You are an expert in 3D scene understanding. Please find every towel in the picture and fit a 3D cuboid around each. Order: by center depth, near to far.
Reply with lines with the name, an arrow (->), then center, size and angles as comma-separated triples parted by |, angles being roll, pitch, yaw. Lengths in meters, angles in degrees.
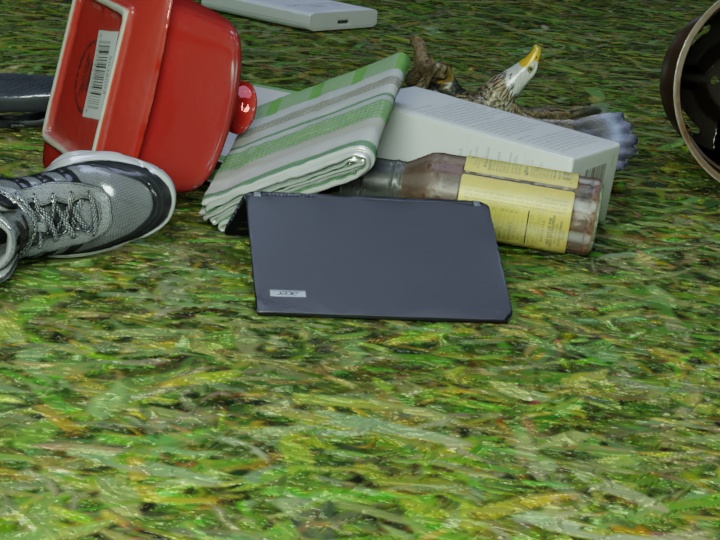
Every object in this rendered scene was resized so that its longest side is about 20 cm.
towel -> -0.037, -0.103, 1.641 | 0.149, 0.031, 0.200 | -18, 22, 20

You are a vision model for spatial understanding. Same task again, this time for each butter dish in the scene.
butter dish -> -0.152, -0.141, 1.644 | 0.148, 0.200, 0.199 | 10, 11, -27

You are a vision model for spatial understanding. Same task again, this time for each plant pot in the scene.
plant pot -> 0.372, -0.174, 1.949 | 0.200, 0.201, 0.198 | 4, 8, -3

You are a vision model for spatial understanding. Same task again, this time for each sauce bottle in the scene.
sauce bottle -> 0.085, -0.058, 1.609 | 0.200, 0.065, 0.065 | 11, 15, 6

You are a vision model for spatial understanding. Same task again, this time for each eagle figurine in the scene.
eagle figurine -> 0.135, -0.134, 1.883 | 0.200, 0.151, 0.152 | 31, 52, -17

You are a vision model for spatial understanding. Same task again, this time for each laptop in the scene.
laptop -> 0.000, 0.000, 1.489 | 0.177, 0.103, 0.200 | 3, -11, -10

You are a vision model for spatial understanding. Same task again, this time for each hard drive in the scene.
hard drive -> -0.095, -0.348, 2.767 | 0.200, 0.026, 0.132 | 17, 19, 39

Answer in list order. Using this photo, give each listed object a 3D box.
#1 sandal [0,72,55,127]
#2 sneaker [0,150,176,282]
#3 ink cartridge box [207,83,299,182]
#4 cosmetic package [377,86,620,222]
sandal -> -0.284, -0.149, 1.896 | 0.200, 0.043, 0.076 | 1, 22, 8
sneaker -> -0.220, -0.032, 1.418 | 0.200, 0.076, 0.114 | -4, 17, -11
ink cartridge box -> -0.094, -0.099, 1.771 | 0.145, 0.048, 0.200 | 14, 32, 34
cosmetic package -> 0.099, -0.091, 1.717 | 0.200, 0.071, 0.101 | 19, 19, 26
